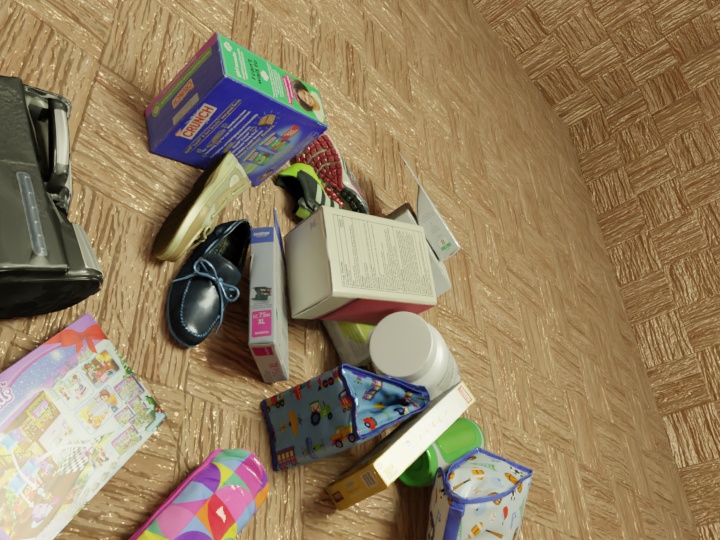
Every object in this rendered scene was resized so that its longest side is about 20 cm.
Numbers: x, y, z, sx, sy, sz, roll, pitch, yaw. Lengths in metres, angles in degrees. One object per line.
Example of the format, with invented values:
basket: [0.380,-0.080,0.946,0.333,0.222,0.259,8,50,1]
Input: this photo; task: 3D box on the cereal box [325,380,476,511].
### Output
cereal box: [0.056,0.238,0.851,0.198,0.144,0.040,-30,78,-39]

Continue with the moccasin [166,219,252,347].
moccasin: [-0.189,0.001,0.792,0.080,0.067,0.203,40,38,-32]

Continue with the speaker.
speaker: [0.133,0.296,1.033,0.198,0.087,0.090,5,62,-54]

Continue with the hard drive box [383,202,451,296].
hard drive box: [0.097,-0.035,1.171,0.158,0.076,0.200,59,9,-6]

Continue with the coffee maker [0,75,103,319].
coffee maker: [-0.350,-0.062,0.571,0.189,0.135,0.204,-8,71,-33]

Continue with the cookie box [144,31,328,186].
cookie box: [-0.172,-0.215,0.883,0.198,0.170,0.077,13,53,-52]

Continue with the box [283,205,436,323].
box: [0.000,0.000,0.914,0.197,0.108,0.131,8,65,-38]

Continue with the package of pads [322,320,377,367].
package of pads: [0.010,0.063,1.042,0.199,0.068,0.157,-22,84,-58]

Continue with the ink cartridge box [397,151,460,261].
ink cartridge box: [0.115,-0.116,1.158,0.202,0.050,0.161,56,9,1]

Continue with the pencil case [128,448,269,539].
pencil case: [-0.171,0.257,0.615,0.090,0.087,0.200,60,30,-4]

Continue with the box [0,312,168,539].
box: [-0.284,0.148,0.569,0.138,0.039,0.200,57,32,-11]

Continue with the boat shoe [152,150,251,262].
boat shoe: [-0.202,-0.077,0.824,0.063,0.072,0.203,48,37,-26]

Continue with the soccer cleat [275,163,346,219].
soccer cleat: [-0.065,-0.092,1.040,0.201,0.068,0.081,49,43,9]

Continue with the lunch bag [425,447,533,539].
lunch bag: [0.161,0.377,0.926,0.199,0.122,0.174,-4,105,-59]

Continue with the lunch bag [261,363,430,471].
lunch bag: [-0.007,0.195,0.837,0.198,0.149,0.096,13,56,-52]

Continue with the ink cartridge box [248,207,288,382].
ink cartridge box: [-0.122,0.032,0.839,0.120,0.041,0.204,86,1,-58]

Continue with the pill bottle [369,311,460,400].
pill bottle: [0.084,0.144,0.953,0.201,0.111,0.116,55,23,-58]

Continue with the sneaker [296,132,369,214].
sneaker: [-0.050,-0.161,1.122,0.203,0.079,0.075,62,16,-16]
